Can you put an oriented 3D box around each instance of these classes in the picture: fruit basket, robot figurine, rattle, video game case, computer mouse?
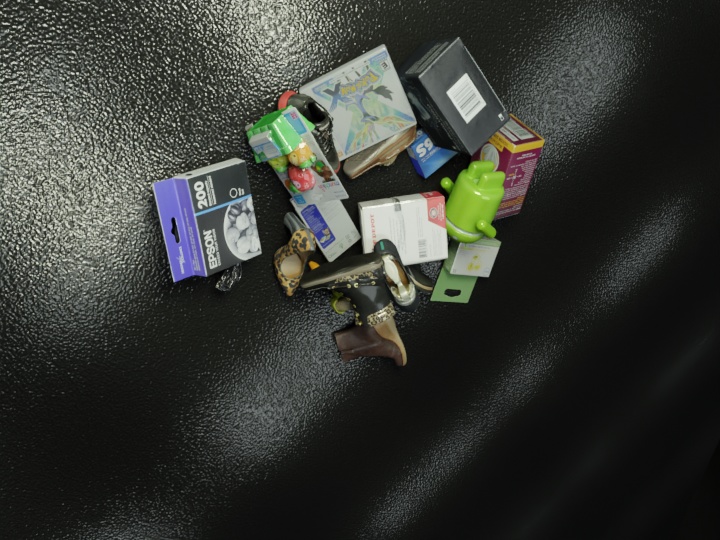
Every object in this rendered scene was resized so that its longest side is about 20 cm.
[{"bbox_3d":[-0.131,-0.211,1.256,0.094,0.182,0.203,-43,116,-31],"label":"fruit basket"},{"bbox_3d":[0.258,-0.151,1.474,0.113,0.177,0.203,-11,138,-34],"label":"robot figurine"},{"bbox_3d":[0.000,0.000,1.507,0.196,0.130,0.146,-26,91,17],"label":"rattle"},{"bbox_3d":[-0.003,-0.341,1.329,0.195,0.022,0.184,-23,128,12],"label":"video game case"},{"bbox_3d":[-0.316,-0.059,1.332,0.199,0.052,0.141,39,77,-45],"label":"computer mouse"}]

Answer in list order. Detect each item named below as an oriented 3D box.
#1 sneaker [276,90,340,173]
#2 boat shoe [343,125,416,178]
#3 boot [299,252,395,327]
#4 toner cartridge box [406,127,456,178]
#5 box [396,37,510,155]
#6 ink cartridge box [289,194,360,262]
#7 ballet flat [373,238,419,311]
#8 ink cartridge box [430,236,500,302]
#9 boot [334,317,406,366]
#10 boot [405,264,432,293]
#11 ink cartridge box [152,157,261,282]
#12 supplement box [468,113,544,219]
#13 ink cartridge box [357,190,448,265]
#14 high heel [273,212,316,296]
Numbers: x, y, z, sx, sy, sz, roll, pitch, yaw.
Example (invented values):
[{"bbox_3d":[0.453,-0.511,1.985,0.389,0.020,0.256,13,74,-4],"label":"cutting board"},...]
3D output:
[{"bbox_3d":[-0.088,-0.274,1.302,0.071,0.096,0.203,-51,128,-26],"label":"sneaker"},{"bbox_3d":[0.050,-0.264,1.418,0.198,0.076,0.072,-38,131,-4],"label":"boat shoe"},{"bbox_3d":[-0.025,0.053,1.415,0.194,0.074,0.154,-16,115,13],"label":"boot"},{"bbox_3d":[0.201,-0.317,1.493,0.198,0.043,0.096,-39,130,-6],"label":"toner cartridge box"},{"bbox_3d":[0.179,-0.361,1.330,0.117,0.200,0.198,-41,112,-1],"label":"box"},{"bbox_3d":[-0.082,-0.122,1.443,0.098,0.039,0.202,-36,129,-7],"label":"ink cartridge box"},{"bbox_3d":[0.083,0.024,1.439,0.072,0.073,0.204,-31,116,-10],"label":"ballet flat"},{"bbox_3d":[0.282,0.002,1.716,0.142,0.048,0.206,4,111,-32],"label":"ink cartridge box"},{"bbox_3d":[0.028,0.202,1.682,0.162,0.073,0.203,-23,127,-2],"label":"boot"},{"bbox_3d":[0.141,-0.040,1.597,0.198,0.077,0.140,30,94,-39],"label":"boot"},{"bbox_3d":[-0.298,-0.099,1.268,0.197,0.043,0.204,-26,118,-39],"label":"ink cartridge box"},{"bbox_3d":[0.336,-0.248,1.525,0.101,0.131,0.204,-15,135,-28],"label":"supplement box"},{"bbox_3d":[0.096,-0.094,1.483,0.193,0.083,0.152,-8,107,-6],"label":"ink cartridge box"},{"bbox_3d":[-0.139,-0.008,1.405,0.069,0.143,0.206,-8,120,-24],"label":"high heel"}]
